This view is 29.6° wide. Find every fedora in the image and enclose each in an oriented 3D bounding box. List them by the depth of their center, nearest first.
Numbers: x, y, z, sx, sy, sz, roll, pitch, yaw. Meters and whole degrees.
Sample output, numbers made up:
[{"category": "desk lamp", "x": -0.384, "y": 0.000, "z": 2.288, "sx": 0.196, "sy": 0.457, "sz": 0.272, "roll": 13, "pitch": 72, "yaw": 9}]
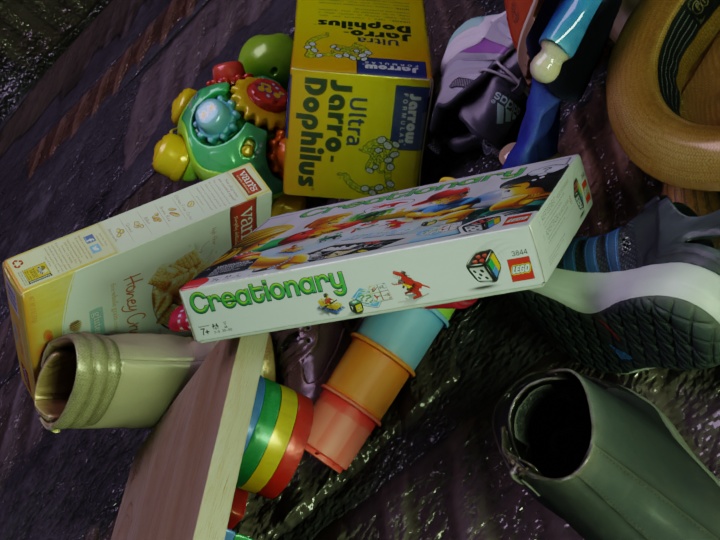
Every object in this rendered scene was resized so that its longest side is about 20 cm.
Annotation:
[{"category": "fedora", "x": 0.222, "y": -0.105, "z": 0.688, "sx": 0.199, "sy": 0.082, "sz": 0.202, "roll": -25, "pitch": 40, "yaw": 23}]

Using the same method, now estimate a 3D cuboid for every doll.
[{"category": "doll", "x": 0.119, "y": -0.131, "z": 0.764, "sx": 0.137, "sy": 0.048, "sz": 0.201, "roll": -60, "pitch": -11, "yaw": -47}]

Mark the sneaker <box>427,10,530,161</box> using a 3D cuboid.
[{"category": "sneaker", "x": 0.118, "y": -0.139, "z": 0.969, "sx": 0.200, "sy": 0.077, "sz": 0.141, "roll": -35, "pitch": 28, "yaw": 52}]

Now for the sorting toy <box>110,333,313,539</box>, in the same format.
[{"category": "sorting toy", "x": -0.098, "y": 0.163, "z": 0.847, "sx": 0.199, "sy": 0.069, "sz": 0.201, "roll": -50, "pitch": 22, "yaw": 44}]

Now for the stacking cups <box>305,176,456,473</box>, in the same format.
[{"category": "stacking cups", "x": 0.029, "y": 0.039, "z": 0.886, "sx": 0.201, "sy": 0.060, "sz": 0.060, "roll": -60, "pitch": 25, "yaw": -10}]

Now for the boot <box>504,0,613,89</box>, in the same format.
[{"category": "boot", "x": 0.130, "y": -0.218, "z": 0.846, "sx": 0.201, "sy": 0.074, "sz": 0.108, "roll": 110, "pitch": 150, "yaw": -52}]

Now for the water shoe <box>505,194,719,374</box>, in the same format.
[{"category": "water shoe", "x": 0.146, "y": 0.005, "z": 0.698, "sx": 0.079, "sy": 0.072, "sz": 0.200, "roll": -48, "pitch": 18, "yaw": -14}]

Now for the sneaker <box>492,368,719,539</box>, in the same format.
[{"category": "sneaker", "x": 0.097, "y": 0.072, "z": 0.643, "sx": 0.075, "sy": 0.106, "sz": 0.200, "roll": -50, "pitch": 23, "yaw": -2}]

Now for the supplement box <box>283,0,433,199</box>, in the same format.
[{"category": "supplement box", "x": -0.003, "y": -0.153, "z": 1.099, "sx": 0.201, "sy": 0.108, "sz": 0.110, "roll": -91, "pitch": 5, "yaw": -57}]

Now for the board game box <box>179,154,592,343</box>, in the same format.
[{"category": "board game box", "x": 0.017, "y": -0.012, "z": 0.736, "sx": 0.198, "sy": 0.035, "sz": 0.126, "roll": -10, "pitch": 16, "yaw": 23}]

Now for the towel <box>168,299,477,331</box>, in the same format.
[{"category": "towel", "x": 0.000, "y": 0.000, "z": 0.820, "sx": 0.198, "sy": 0.023, "sz": 0.144, "roll": -7, "pitch": 17, "yaw": 29}]

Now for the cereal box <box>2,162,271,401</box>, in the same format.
[{"category": "cereal box", "x": -0.159, "y": 0.013, "z": 1.006, "sx": 0.198, "sy": 0.145, "sz": 0.040, "roll": -24, "pitch": 57, "yaw": -23}]

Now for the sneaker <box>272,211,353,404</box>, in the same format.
[{"category": "sneaker", "x": -0.046, "y": 0.036, "z": 0.992, "sx": 0.070, "sy": 0.075, "sz": 0.201, "roll": -38, "pitch": 26, "yaw": 25}]

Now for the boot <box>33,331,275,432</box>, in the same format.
[{"category": "boot", "x": -0.164, "y": 0.091, "z": 0.995, "sx": 0.200, "sy": 0.154, "sz": 0.074, "roll": -36, "pitch": 59, "yaw": 59}]

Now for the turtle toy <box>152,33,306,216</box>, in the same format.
[{"category": "turtle toy", "x": -0.096, "y": -0.137, "z": 1.228, "sx": 0.101, "sy": 0.144, "sz": 0.201, "roll": -57, "pitch": 15, "yaw": 38}]

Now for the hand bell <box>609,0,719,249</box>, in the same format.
[{"category": "hand bell", "x": 0.183, "y": -0.079, "z": 0.768, "sx": 0.104, "sy": 0.104, "sz": 0.202, "roll": -27, "pitch": 45, "yaw": 42}]
